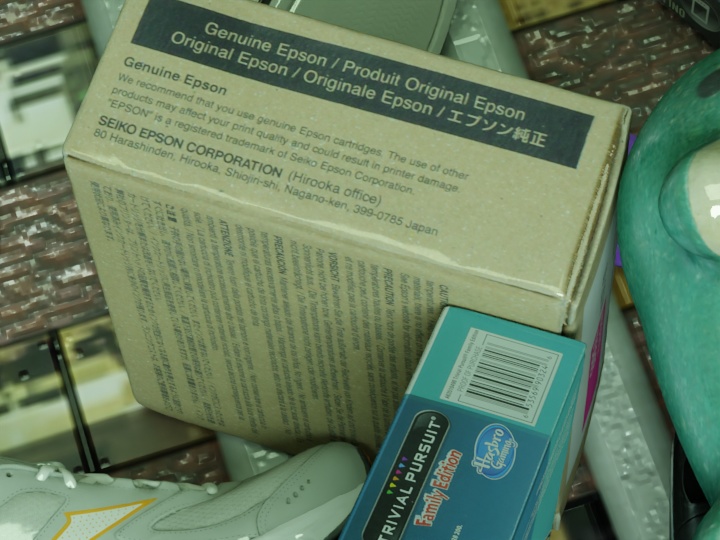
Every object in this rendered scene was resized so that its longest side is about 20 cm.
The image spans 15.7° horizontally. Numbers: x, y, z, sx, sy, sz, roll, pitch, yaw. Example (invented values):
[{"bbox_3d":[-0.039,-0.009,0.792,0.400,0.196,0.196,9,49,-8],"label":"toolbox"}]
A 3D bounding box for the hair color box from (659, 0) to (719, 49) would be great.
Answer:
[{"bbox_3d":[0.174,-0.190,1.025,0.109,0.065,0.200,41,75,19],"label":"hair color box"}]

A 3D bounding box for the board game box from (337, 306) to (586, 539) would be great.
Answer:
[{"bbox_3d":[0.013,0.136,0.778,0.047,0.201,0.151,16,40,10],"label":"board game box"}]

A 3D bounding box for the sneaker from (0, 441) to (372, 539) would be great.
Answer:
[{"bbox_3d":[-0.093,0.091,0.890,0.199,0.076,0.092,-24,80,-9],"label":"sneaker"}]

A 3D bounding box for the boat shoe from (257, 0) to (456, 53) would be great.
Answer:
[{"bbox_3d":[-0.001,-0.125,1.003,0.060,0.074,0.201,16,79,54],"label":"boat shoe"}]

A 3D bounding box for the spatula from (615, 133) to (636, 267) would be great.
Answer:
[{"bbox_3d":[0.147,-0.015,0.966,0.199,0.021,0.057,15,65,9],"label":"spatula"}]

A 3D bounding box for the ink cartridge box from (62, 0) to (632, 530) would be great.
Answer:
[{"bbox_3d":[0.000,0.000,0.867,0.164,0.200,0.075,16,66,9],"label":"ink cartridge box"}]

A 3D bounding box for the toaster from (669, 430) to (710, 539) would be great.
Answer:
[{"bbox_3d":[0.177,0.126,0.803,0.199,0.119,0.181,-1,31,1],"label":"toaster"}]

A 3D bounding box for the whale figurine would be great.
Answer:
[{"bbox_3d":[0.119,0.024,0.746,0.103,0.159,0.201,-12,49,37],"label":"whale figurine"}]
